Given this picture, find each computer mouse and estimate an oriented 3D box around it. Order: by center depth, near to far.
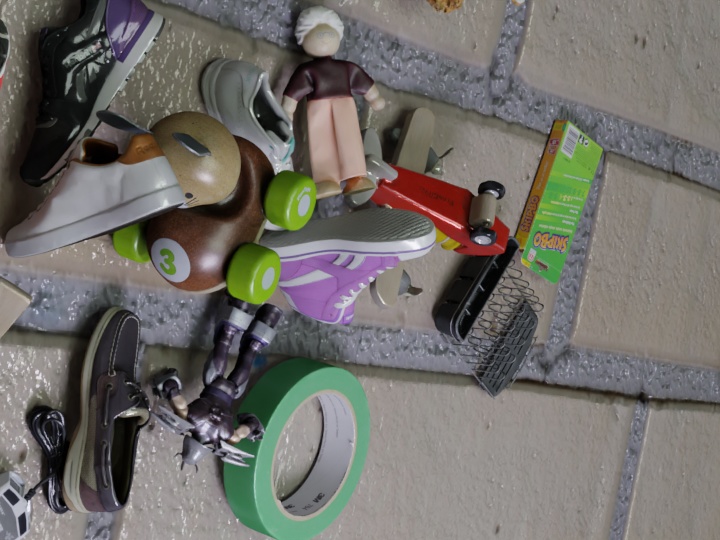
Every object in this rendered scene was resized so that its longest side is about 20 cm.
[{"bbox_3d":[-0.339,0.221,1.340,0.200,0.044,0.110,-41,131,-41],"label":"computer mouse"}]

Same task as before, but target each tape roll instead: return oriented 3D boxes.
[{"bbox_3d":[-0.067,0.199,1.610,0.200,0.048,0.201,-22,119,-49],"label":"tape roll"}]

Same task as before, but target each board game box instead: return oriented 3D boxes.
[{"bbox_3d":[0.260,-0.090,1.930,0.095,0.030,0.201,29,75,-46],"label":"board game box"}]

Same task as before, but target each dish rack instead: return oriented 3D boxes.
[{"bbox_3d":[0.176,0.066,1.855,0.154,0.054,0.200,-56,134,-21],"label":"dish rack"}]

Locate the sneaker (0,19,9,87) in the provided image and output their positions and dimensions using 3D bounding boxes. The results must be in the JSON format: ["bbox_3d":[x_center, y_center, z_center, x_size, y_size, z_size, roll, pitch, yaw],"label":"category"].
[{"bbox_3d":[-0.348,-0.125,1.235,0.085,0.077,0.201,109,-7,-69],"label":"sneaker"}]

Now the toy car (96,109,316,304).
[{"bbox_3d":[-0.160,-0.080,1.331,0.158,0.164,0.200,-65,155,-15],"label":"toy car"}]

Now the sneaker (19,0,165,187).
[{"bbox_3d":[-0.267,-0.173,1.320,0.087,0.076,0.200,36,75,-21],"label":"sneaker"}]

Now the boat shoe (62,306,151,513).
[{"bbox_3d":[-0.232,0.134,1.392,0.072,0.065,0.201,44,52,-62],"label":"boat shoe"}]

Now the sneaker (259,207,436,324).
[{"bbox_3d":[0.000,0.000,1.543,0.073,0.200,0.115,-51,129,-49],"label":"sneaker"}]

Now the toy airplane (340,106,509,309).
[{"bbox_3d":[0.049,-0.071,1.643,0.200,0.141,0.199,-26,81,-30],"label":"toy airplane"}]

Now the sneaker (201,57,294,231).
[{"bbox_3d":[-0.095,-0.121,1.489,0.075,0.088,0.200,-45,129,-33],"label":"sneaker"}]

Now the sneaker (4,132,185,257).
[{"bbox_3d":[-0.243,-0.069,1.283,0.073,0.200,0.085,-25,96,-59],"label":"sneaker"}]

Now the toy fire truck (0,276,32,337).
[{"bbox_3d":[-0.384,0.081,1.211,0.176,0.128,0.200,49,52,-41],"label":"toy fire truck"}]

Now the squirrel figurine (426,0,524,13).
[{"bbox_3d":[0.124,-0.380,1.661,0.200,0.141,0.187,-42,139,-16],"label":"squirrel figurine"}]

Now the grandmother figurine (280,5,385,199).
[{"bbox_3d":[-0.029,-0.180,1.536,0.121,0.061,0.201,-9,87,-34],"label":"grandmother figurine"}]

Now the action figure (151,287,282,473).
[{"bbox_3d":[-0.142,0.118,1.493,0.130,0.069,0.200,36,62,-27],"label":"action figure"}]
